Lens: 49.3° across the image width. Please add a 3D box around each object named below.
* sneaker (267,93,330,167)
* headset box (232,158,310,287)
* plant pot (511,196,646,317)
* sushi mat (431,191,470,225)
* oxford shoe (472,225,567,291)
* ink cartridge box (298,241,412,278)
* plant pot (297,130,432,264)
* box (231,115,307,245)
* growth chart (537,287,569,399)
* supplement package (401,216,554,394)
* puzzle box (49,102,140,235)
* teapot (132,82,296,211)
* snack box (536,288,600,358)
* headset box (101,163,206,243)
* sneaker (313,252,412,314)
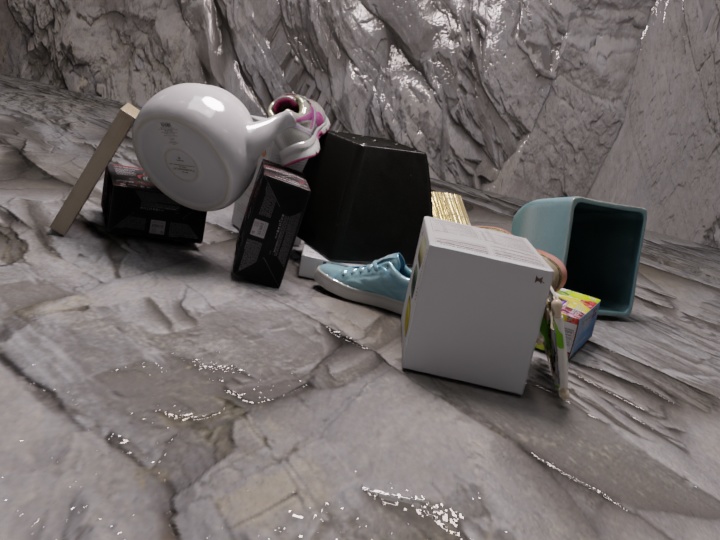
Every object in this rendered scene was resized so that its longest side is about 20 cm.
[{"bbox_3d":[-0.100,-0.244,1.251,0.080,0.089,0.201,-18,27,9],"label":"sneaker"},{"bbox_3d":[-0.137,-0.079,1.189,0.074,0.151,0.200,17,11,-12],"label":"headset box"},{"bbox_3d":[0.380,-0.034,1.463,0.192,0.201,0.199,5,5,-31],"label":"plant pot"},{"bbox_3d":[0.181,-0.069,1.502,0.094,0.012,0.203,3,54,-26],"label":"sushi mat"},{"bbox_3d":[0.209,-0.020,1.180,0.197,0.072,0.073,20,19,33],"label":"oxford shoe"},{"bbox_3d":[0.000,0.000,1.255,0.196,0.040,0.100,11,13,-3],"label":"ink cartridge box"},{"bbox_3d":[0.006,-0.128,1.304,0.196,0.181,0.199,1,17,-31],"label":"plant pot"},{"bbox_3d":[-0.154,-0.163,1.416,0.096,0.204,0.124,5,15,-31],"label":"box"},{"bbox_3d":[0.235,0.073,0.977,0.017,0.148,0.200,-8,17,5],"label":"growth chart"},{"bbox_3d":[0.137,0.035,0.987,0.147,0.155,0.200,12,13,0],"label":"supplement package"},{"bbox_3d":[-0.392,-0.155,1.169,0.025,0.202,0.133,32,7,-18],"label":"puzzle box"},{"bbox_3d":[-0.227,-0.196,1.144,0.199,0.197,0.147,36,50,-9],"label":"teapot"},{"bbox_3d":[0.250,0.057,1.200,0.197,0.069,0.168,17,14,24],"label":"snack box"},{"bbox_3d":[-0.339,-0.114,1.274,0.146,0.077,0.200,7,15,-23],"label":"headset box"},{"bbox_3d":[0.030,0.007,1.154,0.196,0.084,0.074,15,12,10],"label":"sneaker"}]
